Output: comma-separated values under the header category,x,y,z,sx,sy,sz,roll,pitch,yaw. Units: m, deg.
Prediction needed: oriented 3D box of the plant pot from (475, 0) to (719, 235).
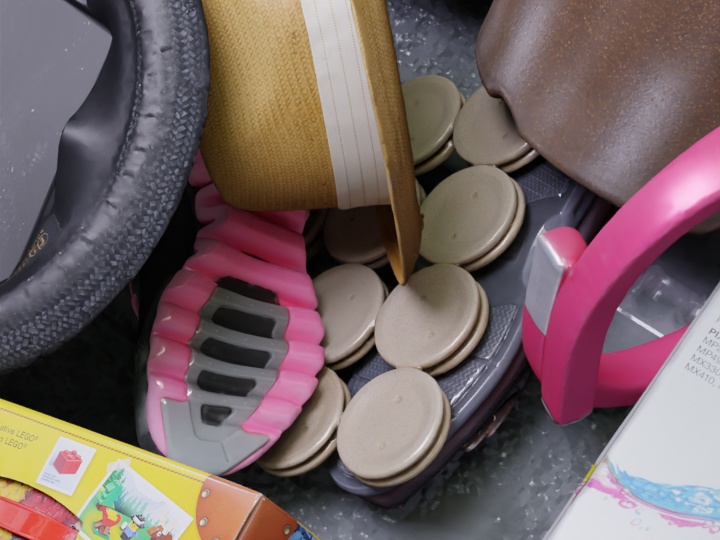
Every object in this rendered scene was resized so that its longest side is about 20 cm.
category,x,y,z,sx,sy,sz,roll,pitch,yaw
plant pot,0.155,-0.133,0.876,0.200,0.199,0.201,20,34,-14

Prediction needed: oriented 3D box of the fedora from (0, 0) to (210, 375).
category,x,y,z,sx,sy,sz,roll,pitch,yaw
fedora,-0.141,-0.056,0.830,0.200,0.092,0.202,-1,85,8

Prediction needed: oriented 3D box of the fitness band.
category,x,y,z,sx,sy,sz,roll,pitch,yaw
fitness band,0.135,0.001,0.855,0.143,0.200,0.038,-22,65,-11

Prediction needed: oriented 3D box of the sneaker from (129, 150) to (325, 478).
category,x,y,z,sx,sy,sz,roll,pitch,yaw
sneaker,-0.067,0.010,0.932,0.079,0.095,0.201,27,49,-25

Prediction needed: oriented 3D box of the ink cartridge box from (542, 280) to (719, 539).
category,x,y,z,sx,sy,sz,roll,pitch,yaw
ink cartridge box,0.116,0.120,0.820,0.083,0.146,0.200,31,68,17

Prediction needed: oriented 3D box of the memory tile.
category,x,y,z,sx,sy,sz,roll,pitch,yaw
memory tile,0.000,0.000,0.938,0.153,0.017,0.201,0,58,39

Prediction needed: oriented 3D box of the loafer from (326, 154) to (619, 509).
category,x,y,z,sx,sy,sz,roll,pitch,yaw
loafer,0.061,0.022,0.931,0.072,0.063,0.200,16,68,46

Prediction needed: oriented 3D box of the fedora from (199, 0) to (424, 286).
category,x,y,z,sx,sy,sz,roll,pitch,yaw
fedora,-0.029,-0.084,0.861,0.081,0.201,0.201,-11,60,-1

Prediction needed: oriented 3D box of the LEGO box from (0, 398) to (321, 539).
category,x,y,z,sx,sy,sz,roll,pitch,yaw
LEGO box,-0.084,0.119,0.798,0.200,0.149,0.077,15,69,40
